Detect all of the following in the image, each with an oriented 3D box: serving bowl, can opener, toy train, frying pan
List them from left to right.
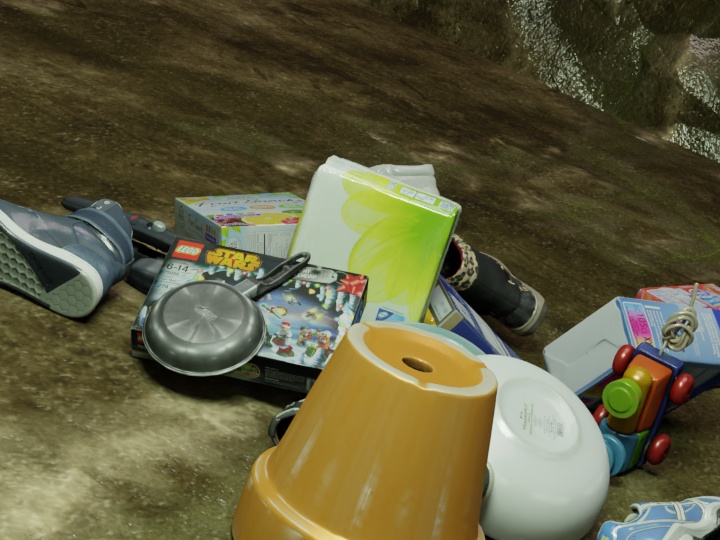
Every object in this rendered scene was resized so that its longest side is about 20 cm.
[{"bbox_3d":[-0.240,-0.032,1.836,0.199,0.064,0.078,29,20,26],"label":"can opener"},{"bbox_3d":[-0.110,0.038,1.607,0.188,0.031,0.115,-18,49,-19],"label":"frying pan"},{"bbox_3d":[0.144,0.149,1.564,0.198,0.066,0.201,19,41,-18],"label":"serving bowl"},{"bbox_3d":[0.279,0.111,1.741,0.084,0.202,0.115,27,23,24],"label":"toy train"}]

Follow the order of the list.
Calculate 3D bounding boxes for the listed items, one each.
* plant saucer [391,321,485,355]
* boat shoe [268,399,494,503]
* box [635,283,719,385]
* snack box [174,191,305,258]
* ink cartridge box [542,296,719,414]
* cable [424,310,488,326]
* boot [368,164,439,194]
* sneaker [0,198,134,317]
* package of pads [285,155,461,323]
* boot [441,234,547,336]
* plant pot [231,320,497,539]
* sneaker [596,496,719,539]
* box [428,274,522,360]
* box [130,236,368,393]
[{"bbox_3d":[0.064,0.110,1.647,0.199,0.039,0.202,11,42,-10],"label":"plant saucer"},{"bbox_3d":[0.016,0.161,1.491,0.198,0.073,0.068,16,-1,17],"label":"boat shoe"},{"bbox_3d":[0.414,0.081,2.155,0.099,0.096,0.199,31,20,33],"label":"box"},{"bbox_3d":[-0.114,-0.045,1.920,0.141,0.054,0.200,-2,12,-20],"label":"snack box"},{"bbox_3d":[0.323,0.097,1.918,0.198,0.136,0.077,5,60,-35],"label":"ink cartridge box"},{"bbox_3d":[0.107,0.095,1.908,0.097,0.050,0.201,32,25,-20],"label":"cable"},{"bbox_3d":[-0.002,-0.072,2.057,0.198,0.097,0.074,-8,-10,-5],"label":"boot"},{"bbox_3d":[-0.318,-0.039,1.721,0.201,0.077,0.146,31,29,4],"label":"sneaker"},{"bbox_3d":[0.000,0.000,1.764,0.153,0.202,0.068,21,15,7],"label":"package of pads"},{"bbox_3d":[0.111,0.000,2.032,0.150,0.074,0.200,31,4,-39],"label":"boot"},{"bbox_3d":[0.020,0.148,1.356,0.198,0.185,0.200,18,17,-5],"label":"plant pot"},{"bbox_3d":[0.280,0.233,1.569,0.077,0.076,0.199,32,19,24],"label":"sneaker"},{"bbox_3d":[0.142,0.093,1.829,0.200,0.032,0.121,44,8,-21],"label":"box"},{"bbox_3d":[-0.103,0.042,1.651,0.198,0.040,0.138,11,42,7],"label":"box"}]
